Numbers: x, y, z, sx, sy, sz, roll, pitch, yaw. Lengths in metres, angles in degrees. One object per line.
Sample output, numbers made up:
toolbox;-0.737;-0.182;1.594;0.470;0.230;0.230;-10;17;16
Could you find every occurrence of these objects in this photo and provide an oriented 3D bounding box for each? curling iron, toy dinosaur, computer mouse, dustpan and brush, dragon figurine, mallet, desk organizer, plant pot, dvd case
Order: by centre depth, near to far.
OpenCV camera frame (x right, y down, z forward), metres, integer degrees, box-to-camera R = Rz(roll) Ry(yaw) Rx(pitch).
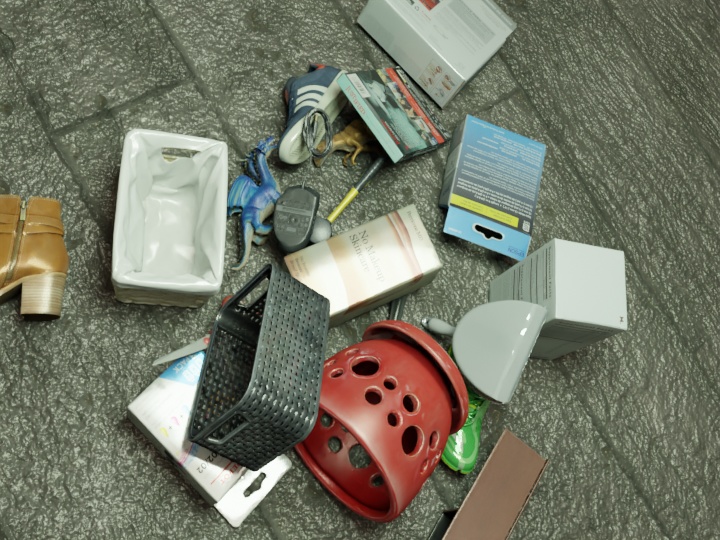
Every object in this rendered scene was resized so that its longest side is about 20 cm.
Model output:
plant pot;0.027;0.182;0.999;0.182;0.200;0.201;-37;86;-32
desk organizer;0.167;0.319;1.065;0.077;0.072;0.201;37;66;-1
computer mouse;-0.075;-0.121;1.074;0.057;0.034;0.204;13;82;9
dustpan and brush;0.152;0.091;1.078;0.057;0.198;0.142;38;76;-51
dragon figurine;-0.157;-0.091;1.097;0.099;0.059;0.202;33;65;-5
mallet;-0.011;-0.109;1.117;0.041;0.066;0.201;40;85;1
curling iron;0.051;0.021;1.148;0.048;0.026;0.204;7;72;-2
dvd case;0.055;-0.236;1.175;0.147;0.022;0.199;54;29;3
toy dinosaur;0.017;-0.213;1.193;0.199;0.060;0.107;-39;86;-25

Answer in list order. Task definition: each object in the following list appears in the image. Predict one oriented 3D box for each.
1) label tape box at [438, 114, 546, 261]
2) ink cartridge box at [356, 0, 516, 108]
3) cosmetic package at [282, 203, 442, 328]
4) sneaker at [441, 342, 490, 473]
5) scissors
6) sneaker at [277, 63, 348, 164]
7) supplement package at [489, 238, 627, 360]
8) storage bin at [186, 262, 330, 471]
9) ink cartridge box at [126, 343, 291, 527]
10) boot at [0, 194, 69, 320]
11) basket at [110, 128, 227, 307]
label tape box;0.198;-0.119;1.220;0.141;0.066;0.204;18;71;-11
ink cartridge box;0.126;-0.395;1.270;0.200;0.084;0.176;45;59;0
cosmetic package;0.000;0.000;1.086;0.197;0.087;0.105;-24;79;-14
sneaker;0.146;0.175;1.096;0.073;0.084;0.204;14;69;-12
scissors;-0.182;0.091;0.999;0.073;0.014;0.200;46;31;-2
sneaker;-0.087;-0.234;1.155;0.083;0.076;0.201;24;49;9
supplement package;0.272;0.047;1.115;0.111;0.200;0.112;9;70;-15
storage bin;-0.116;0.112;0.929;0.093;0.135;0.202;32;40;-24
ink cartridge box;-0.182;0.207;0.988;0.200;0.068;0.115;46;65;0
boot;-0.462;-0.020;0.970;0.196;0.073;0.158;4;72;-30
basket;-0.247;-0.059;1.023;0.133;0.123;0.204;5;72;-16
